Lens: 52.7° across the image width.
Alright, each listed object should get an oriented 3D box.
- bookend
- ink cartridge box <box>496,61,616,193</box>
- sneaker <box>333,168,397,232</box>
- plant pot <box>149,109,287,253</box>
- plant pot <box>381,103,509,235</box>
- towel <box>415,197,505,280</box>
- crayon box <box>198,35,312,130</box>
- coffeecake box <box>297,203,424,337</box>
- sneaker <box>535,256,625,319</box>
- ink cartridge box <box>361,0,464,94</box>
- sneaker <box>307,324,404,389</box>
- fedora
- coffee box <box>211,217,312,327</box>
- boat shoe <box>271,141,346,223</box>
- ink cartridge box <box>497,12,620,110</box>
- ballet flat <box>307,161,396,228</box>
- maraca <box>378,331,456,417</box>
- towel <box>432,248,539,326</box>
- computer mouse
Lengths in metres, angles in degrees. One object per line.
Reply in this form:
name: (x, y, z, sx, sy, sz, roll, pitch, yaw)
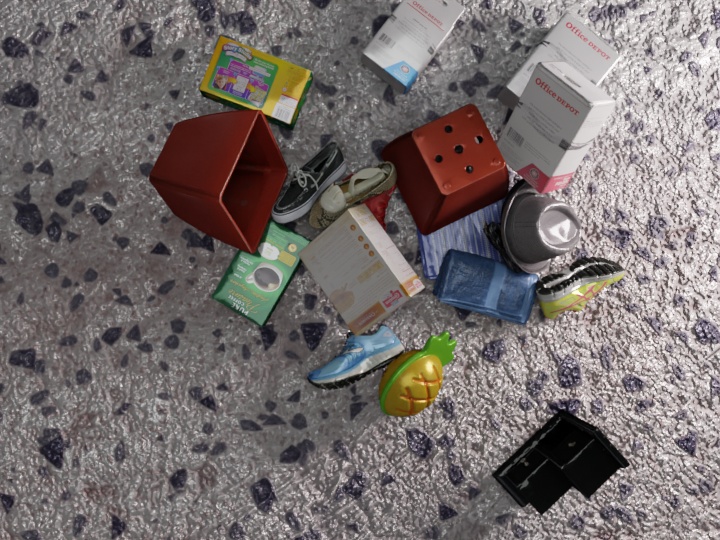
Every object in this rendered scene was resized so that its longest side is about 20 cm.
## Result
bookend: (0.373, 0.379, 1.383, 0.200, 0.199, 0.092, -43, 91, -2)
ink cartridge box: (0.359, -0.269, 1.363, 0.085, 0.200, 0.146, -16, 53, -36)
sneaker: (0.040, -0.116, 1.456, 0.115, 0.078, 0.200, -31, 90, -1)
plant pot: (-0.273, -0.178, 1.372, 0.176, 0.200, 0.200, 12, 66, 16)
plant pot: (0.175, -0.211, 1.404, 0.200, 0.176, 0.200, -26, 84, -6)
towel: (0.218, -0.066, 1.489, 0.200, 0.024, 0.145, -10, 86, -4)
crayon box: (-0.210, -0.377, 1.468, 0.200, 0.058, 0.119, 21, 87, -1)
coffeecake box: (0.000, 0.000, 1.393, 0.153, 0.073, 0.200, -38, 84, 31)
sneaker: (0.443, 0.038, 1.470, 0.200, 0.078, 0.090, -18, 121, -11)
ink cartridge box: (0.107, -0.475, 1.477, 0.116, 0.067, 0.200, 38, 87, 0)
sneaker: (-0.017, 0.172, 1.454, 0.200, 0.078, 0.090, -24, 71, -7)
fedora: (0.361, -0.082, 1.403, 0.200, 0.090, 0.177, 13, 83, -42)
coffee box: (-0.197, -0.001, 1.459, 0.123, 0.044, 0.200, 28, 87, 2)
boat shoe: (-0.105, -0.176, 1.425, 0.199, 0.068, 0.074, -42, 49, -19)
ink cartridge box: (0.400, -0.393, 1.474, 0.145, 0.083, 0.200, 40, 87, 1)
ballet flat: (-0.018, -0.155, 1.396, 0.200, 0.075, 0.068, -31, 70, -10)
maraca: (0.113, 0.204, 1.422, 0.200, 0.137, 0.107, -49, 55, -2)
towel: (0.253, 0.032, 1.455, 0.200, 0.049, 0.112, 16, 95, -7)
computer mouse: (0.307, -0.107, 1.450, 0.139, 0.053, 0.200, 48, 61, -31)
